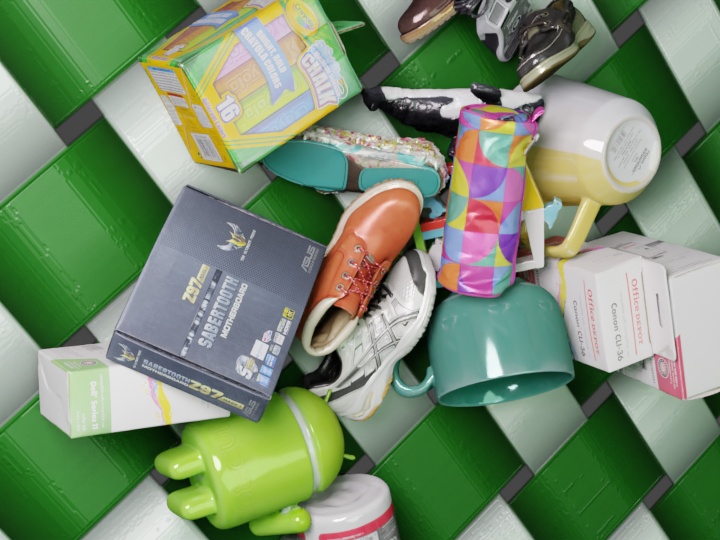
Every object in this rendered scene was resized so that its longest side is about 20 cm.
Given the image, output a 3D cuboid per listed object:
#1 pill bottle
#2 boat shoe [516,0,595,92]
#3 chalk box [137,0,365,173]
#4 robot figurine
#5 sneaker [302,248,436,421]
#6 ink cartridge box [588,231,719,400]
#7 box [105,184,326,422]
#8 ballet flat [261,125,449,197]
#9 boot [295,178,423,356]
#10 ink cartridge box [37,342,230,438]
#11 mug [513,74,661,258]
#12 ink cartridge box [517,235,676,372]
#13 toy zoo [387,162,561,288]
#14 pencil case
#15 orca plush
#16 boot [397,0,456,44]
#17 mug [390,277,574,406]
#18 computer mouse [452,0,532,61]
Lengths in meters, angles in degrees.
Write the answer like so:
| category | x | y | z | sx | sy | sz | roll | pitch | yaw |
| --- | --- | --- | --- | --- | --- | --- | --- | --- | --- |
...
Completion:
| category | x | y | z | sx | sy | sz | roll | pitch | yaw |
| --- | --- | --- | --- | --- | --- | --- | --- | --- | --- |
| pill bottle | -0.004 | 0.332 | 1.518 | 0.110 | 0.111 | 0.201 | -19 | 107 | -24 |
| boat shoe | 0.198 | -0.248 | 1.509 | 0.066 | 0.072 | 0.201 | 53 | 31 | -5 |
| chalk box | -0.090 | -0.203 | 1.371 | 0.200 | 0.124 | 0.124 | -37 | 114 | -19 |
| robot figurine | -0.104 | 0.190 | 1.435 | 0.199 | 0.116 | 0.177 | -19 | 94 | -22 |
| sneaker | 0.008 | 0.063 | 1.486 | 0.087 | 0.076 | 0.201 | 22 | 99 | -24 |
| ink cartridge box | 0.332 | 0.048 | 1.597 | 0.082 | 0.200 | 0.147 | -16 | 106 | -21 |
| box | -0.134 | 0.028 | 1.342 | 0.157 | 0.051 | 0.201 | 24 | 49 | -4 |
| ballet flat | -0.006 | -0.117 | 1.456 | 0.199 | 0.064 | 0.076 | 11 | 130 | -5 |
| boot | 0.000 | 0.000 | 1.427 | 0.075 | 0.107 | 0.200 | 34 | 104 | -24 |
| ink cartridge box | -0.202 | 0.108 | 1.369 | 0.199 | 0.117 | 0.068 | -5 | 100 | -27 |
| mug | 0.250 | -0.118 | 1.546 | 0.149 | 0.153 | 0.188 | -15 | 107 | -28 |
| ink cartridge box | 0.257 | 0.038 | 1.554 | 0.067 | 0.200 | 0.117 | -18 | 107 | -24 |
| toy zoo | 0.117 | -0.054 | 1.506 | 0.199 | 0.020 | 0.132 | -12 | 107 | 9 |
| pencil case | 0.131 | -0.074 | 1.440 | 0.088 | 0.088 | 0.201 | 0 | 108 | -28 |
| orca plush | 0.098 | -0.155 | 1.483 | 0.199 | 0.105 | 0.072 | 4 | 82 | -27 |
| boot | 0.064 | -0.357 | 1.471 | 0.166 | 0.072 | 0.200 | 43 | 79 | -15 |
| mug | 0.134 | 0.074 | 1.521 | 0.184 | 0.152 | 0.115 | 1 | 71 | -32 |
| computer mouse | 0.142 | -0.280 | 1.478 | 0.044 | 0.200 | 0.110 | 28 | 82 | 16 |
